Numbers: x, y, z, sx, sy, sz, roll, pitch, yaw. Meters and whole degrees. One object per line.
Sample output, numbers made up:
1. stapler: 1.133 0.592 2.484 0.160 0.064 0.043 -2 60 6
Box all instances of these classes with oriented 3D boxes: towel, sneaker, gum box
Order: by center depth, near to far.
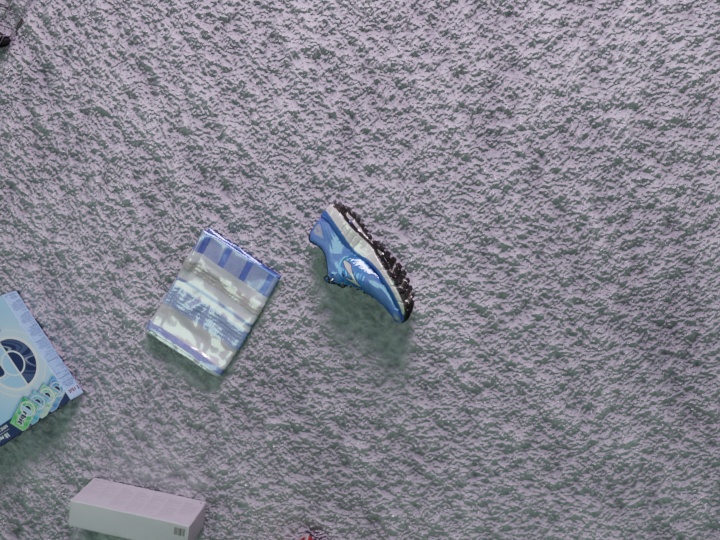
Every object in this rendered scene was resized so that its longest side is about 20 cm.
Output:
1. sneaker: 0.000 0.000 1.114 0.089 0.079 0.200 -42 83 20
2. towel: -0.231 0.052 1.177 0.146 0.024 0.201 33 102 1
3. gum box: -0.579 0.163 1.237 0.169 0.045 0.201 -32 93 12

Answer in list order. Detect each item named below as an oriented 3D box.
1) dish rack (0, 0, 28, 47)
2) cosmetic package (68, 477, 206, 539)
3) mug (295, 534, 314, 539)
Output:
1. dish rack: -0.552 -0.447 1.123 0.153 0.055 0.201 34 102 1
2. cosmetic package: -0.359 0.394 1.225 0.199 0.083 0.051 10 104 7
3. mug: -0.076 0.541 1.186 0.177 0.133 0.200 -39 89 11
